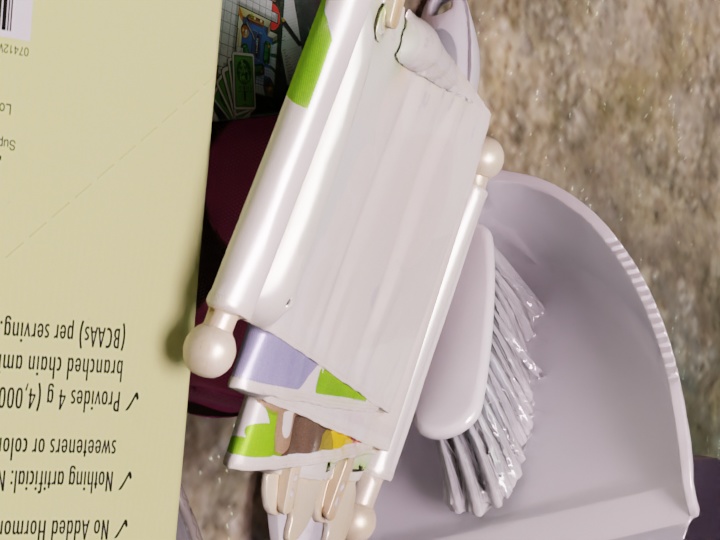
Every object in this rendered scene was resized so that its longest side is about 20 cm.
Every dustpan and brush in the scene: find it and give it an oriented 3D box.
[{"bbox_3d":[0.033,-0.001,0.886,0.057,0.139,0.201,52,32,-44],"label":"dustpan and brush"}]

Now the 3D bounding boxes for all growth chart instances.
[{"bbox_3d":[0.000,0.000,0.752,0.200,0.018,0.145,54,57,-70],"label":"growth chart"}]

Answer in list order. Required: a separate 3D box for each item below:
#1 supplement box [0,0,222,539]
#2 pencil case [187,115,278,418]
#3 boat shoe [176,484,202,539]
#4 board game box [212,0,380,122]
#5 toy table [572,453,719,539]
[{"bbox_3d":[-0.150,-0.006,0.652,0.199,0.134,0.201,6,89,-47],"label":"supplement box"},{"bbox_3d":[-0.025,-0.056,0.826,0.094,0.090,0.201,46,55,-82],"label":"pencil case"},{"bbox_3d":[-0.075,0.124,0.807,0.073,0.074,0.201,-24,118,-16],"label":"boat shoe"},{"bbox_3d":[-0.054,-0.139,0.765,0.104,0.023,0.202,-7,89,-11],"label":"board game box"},{"bbox_3d":[0.067,0.152,0.917,0.183,0.117,0.202,-4,97,-48],"label":"toy table"}]
